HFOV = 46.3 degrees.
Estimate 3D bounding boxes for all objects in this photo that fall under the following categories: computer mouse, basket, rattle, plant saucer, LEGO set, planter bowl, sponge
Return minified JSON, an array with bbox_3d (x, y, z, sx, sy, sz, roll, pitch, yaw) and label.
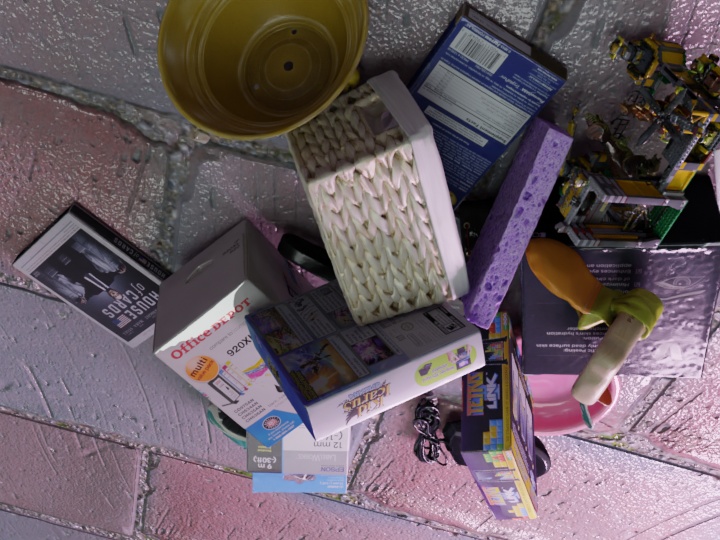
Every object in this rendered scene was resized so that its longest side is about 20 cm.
[{"bbox_3d":[0.176,0.239,1.203,0.199,0.053,0.139,12,134,16],"label":"computer mouse"},{"bbox_3d":[0.015,-0.064,0.815,0.123,0.136,0.201,-20,129,-2],"label":"basket"},{"bbox_3d":[0.213,0.071,0.859,0.142,0.131,0.200,18,162,10],"label":"rattle"},{"bbox_3d":[0.231,0.135,1.088,0.199,0.051,0.201,5,134,5],"label":"plant saucer"},{"bbox_3d":[0.230,-0.114,0.764,0.115,0.154,0.200,1,141,-26],"label":"LEGO set"},{"bbox_3d":[-0.078,-0.203,0.776,0.199,0.202,0.083,-3,169,15],"label":"planter bowl"},{"bbox_3d":[0.149,-0.050,0.833,0.030,0.112,0.201,21,107,-4],"label":"sponge"}]

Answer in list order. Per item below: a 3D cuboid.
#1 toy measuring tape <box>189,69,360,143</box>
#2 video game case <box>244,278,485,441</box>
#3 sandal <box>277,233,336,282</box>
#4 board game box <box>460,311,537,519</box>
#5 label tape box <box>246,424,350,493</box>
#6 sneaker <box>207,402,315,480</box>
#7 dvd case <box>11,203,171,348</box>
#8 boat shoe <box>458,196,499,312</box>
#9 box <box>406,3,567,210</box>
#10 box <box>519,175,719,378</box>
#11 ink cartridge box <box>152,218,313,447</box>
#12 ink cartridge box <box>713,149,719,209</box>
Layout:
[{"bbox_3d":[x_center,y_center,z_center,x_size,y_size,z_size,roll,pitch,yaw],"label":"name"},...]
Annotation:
[{"bbox_3d":[-0.085,-0.152,0.858,0.199,0.074,0.074,-22,126,22],"label":"toy measuring tape"},{"bbox_3d":[-0.003,0.069,0.849,0.180,0.200,0.046,-21,118,-15],"label":"video game case"},{"bbox_3d":[-0.001,0.000,0.997,0.200,0.075,0.048,26,106,-11],"label":"sandal"},{"bbox_3d":[0.160,0.170,0.961,0.056,0.166,0.200,-6,143,17],"label":"board game box"},{"bbox_3d":[-0.086,0.240,1.180,0.142,0.066,0.201,2,108,-1],"label":"label tape box"},{"bbox_3d":[-0.142,0.248,1.272,0.200,0.078,0.080,37,149,-16],"label":"sneaker"},{"bbox_3d":[-0.334,0.013,1.105,0.150,0.025,0.200,-31,120,34],"label":"dvd case"},{"bbox_3d":[0.135,0.005,0.969,0.063,0.074,0.202,3,128,7],"label":"boat shoe"},{"bbox_3d":[0.098,-0.155,0.850,0.121,0.033,0.200,28,131,-13],"label":"box"},{"bbox_3d":[0.272,0.010,0.913,0.195,0.118,0.201,0,132,11],"label":"box"},{"bbox_3d":[-0.127,0.075,1.012,0.147,0.145,0.200,-37,120,12],"label":"ink cartridge box"},{"bbox_3d":[0.463,-0.083,0.843,0.199,0.047,0.161,-5,133,23],"label":"ink cartridge box"}]
